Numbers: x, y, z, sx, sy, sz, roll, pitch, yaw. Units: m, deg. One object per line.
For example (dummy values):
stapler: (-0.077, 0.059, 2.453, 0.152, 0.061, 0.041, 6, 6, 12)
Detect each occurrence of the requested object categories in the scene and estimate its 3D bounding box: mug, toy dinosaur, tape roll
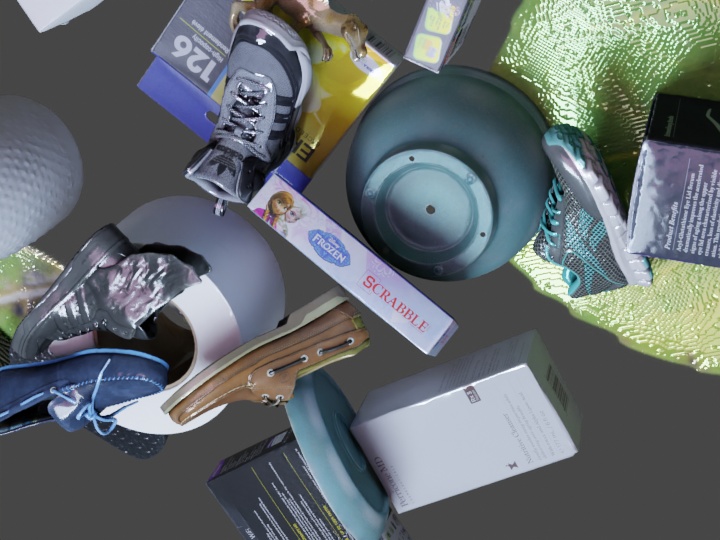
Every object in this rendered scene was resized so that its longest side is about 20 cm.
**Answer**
mug: (-0.393, -0.065, 1.385, 0.200, 0.175, 0.148, -35, 99, 25)
toy dinosaur: (-0.070, -0.244, 1.224, 0.200, 0.058, 0.101, 41, 134, 2)
tape roll: (-0.188, 0.042, 1.392, 0.202, 0.139, 0.203, 6, 113, 14)

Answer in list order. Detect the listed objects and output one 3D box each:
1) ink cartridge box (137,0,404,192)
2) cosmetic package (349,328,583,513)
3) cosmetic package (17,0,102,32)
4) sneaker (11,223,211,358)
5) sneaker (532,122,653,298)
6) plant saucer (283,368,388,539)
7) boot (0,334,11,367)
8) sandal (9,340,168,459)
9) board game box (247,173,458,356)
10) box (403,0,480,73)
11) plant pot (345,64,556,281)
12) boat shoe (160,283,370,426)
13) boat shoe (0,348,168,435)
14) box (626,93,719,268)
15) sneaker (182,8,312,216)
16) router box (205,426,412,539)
ink cartridge box: (-0.094, -0.184, 1.325, 0.198, 0.047, 0.200, 38, 115, -1)
cosmetic package: (0.105, 0.150, 1.387, 0.200, 0.081, 0.113, -25, 105, 22)
cosmetic package: (-0.222, -0.309, 1.275, 0.200, 0.108, 0.085, -29, 101, 23)
sneaker: (-0.231, 0.036, 1.291, 0.104, 0.060, 0.200, 42, 113, 1)
sneaker: (0.191, -0.042, 1.248, 0.091, 0.078, 0.200, -22, 128, 14)
plant saucer: (-0.020, 0.171, 1.370, 0.027, 0.200, 0.200, -27, 103, 9)
boot: (-0.476, 0.123, 1.549, 0.175, 0.066, 0.200, 47, 118, -3)
sandal: (-0.293, 0.129, 1.516, 0.200, 0.048, 0.075, 41, 116, -17)
board game box: (0.000, 0.000, 1.278, 0.200, 0.200, 0.041, 40, 90, 6)
box: (0.099, -0.275, 1.197, 0.035, 0.110, 0.200, 25, 116, 5)
plant pot: (0.073, -0.073, 1.275, 0.200, 0.134, 0.201, 5, 113, 13)
boat shoe: (-0.082, 0.091, 1.273, 0.200, 0.072, 0.068, -32, 90, -8)
boat shoe: (-0.265, 0.123, 1.324, 0.200, 0.069, 0.084, -14, 144, 30)
box: (0.334, -0.071, 1.196, 0.200, 0.148, 0.104, 10, 115, 13)
sneaker: (-0.100, -0.128, 1.227, 0.075, 0.114, 0.200, 24, 147, 9)
router box: (-0.048, 0.265, 1.493, 0.149, 0.051, 0.200, -27, 102, 25)
